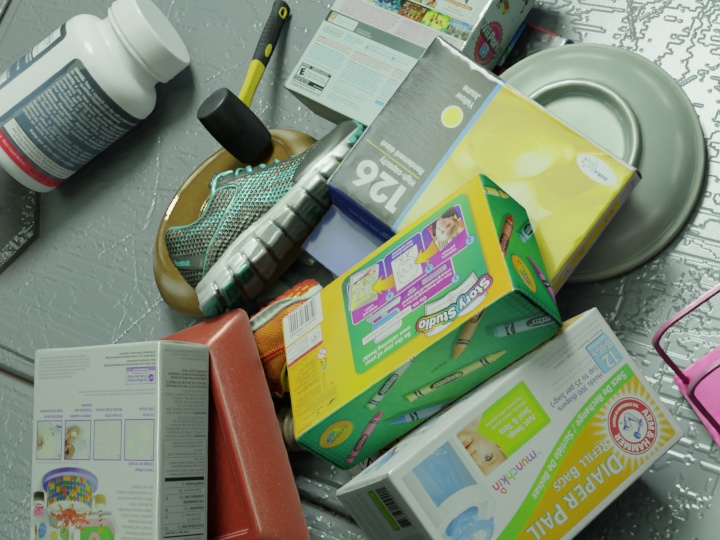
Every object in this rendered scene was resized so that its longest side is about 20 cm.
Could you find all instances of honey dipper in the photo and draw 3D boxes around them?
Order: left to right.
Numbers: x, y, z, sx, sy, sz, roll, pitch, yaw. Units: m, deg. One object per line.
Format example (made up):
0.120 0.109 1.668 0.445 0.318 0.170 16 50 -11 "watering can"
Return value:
-0.110 0.135 1.100 0.199 0.038 0.038 -4 68 31 "honey dipper"

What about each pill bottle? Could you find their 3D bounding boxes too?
-0.272 -0.180 1.265 0.200 0.120 0.120 -35 57 11 "pill bottle"

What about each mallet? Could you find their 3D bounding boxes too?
-0.103 -0.190 1.182 0.041 0.066 0.201 -22 44 35 "mallet"

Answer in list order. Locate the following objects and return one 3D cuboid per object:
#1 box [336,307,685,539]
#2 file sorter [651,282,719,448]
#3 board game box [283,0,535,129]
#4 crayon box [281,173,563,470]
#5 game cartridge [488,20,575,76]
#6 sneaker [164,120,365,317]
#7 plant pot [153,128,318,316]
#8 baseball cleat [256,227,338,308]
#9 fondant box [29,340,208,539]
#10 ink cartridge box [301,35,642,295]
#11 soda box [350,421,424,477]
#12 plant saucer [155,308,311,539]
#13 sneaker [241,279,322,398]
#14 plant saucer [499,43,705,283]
0.103 0.131 0.871 0.200 0.101 0.113 -36 89 -26 "box"
0.302 0.096 0.835 0.139 0.125 0.200 -36 57 11 "file sorter"
0.048 -0.206 1.100 0.147 0.064 0.201 30 87 33 "board game box"
0.037 0.038 0.908 0.200 0.058 0.119 -36 39 23 "crayon box"
0.098 -0.163 1.111 0.200 0.038 0.130 29 89 34 "game cartridge"
-0.080 -0.060 1.049 0.200 0.078 0.091 -45 73 -8 "sneaker"
-0.114 -0.051 1.147 0.199 0.027 0.201 -23 45 25 "plant pot"
0.000 0.000 1.073 0.199 0.070 0.107 4 72 29 "baseball cleat"
-0.190 0.159 1.003 0.144 0.058 0.201 -5 80 36 "fondant box"
0.075 -0.046 0.981 0.197 0.047 0.200 37 92 21 "ink cartridge box"
0.039 0.148 0.979 0.068 0.064 0.200 -18 54 -25 "soda box"
-0.150 0.154 1.047 0.199 0.037 0.201 -21 82 34 "plant saucer"
-0.087 0.082 1.064 0.200 0.073 0.077 -34 88 42 "sneaker"
0.168 -0.093 1.010 0.199 0.050 0.201 -5 74 17 "plant saucer"
